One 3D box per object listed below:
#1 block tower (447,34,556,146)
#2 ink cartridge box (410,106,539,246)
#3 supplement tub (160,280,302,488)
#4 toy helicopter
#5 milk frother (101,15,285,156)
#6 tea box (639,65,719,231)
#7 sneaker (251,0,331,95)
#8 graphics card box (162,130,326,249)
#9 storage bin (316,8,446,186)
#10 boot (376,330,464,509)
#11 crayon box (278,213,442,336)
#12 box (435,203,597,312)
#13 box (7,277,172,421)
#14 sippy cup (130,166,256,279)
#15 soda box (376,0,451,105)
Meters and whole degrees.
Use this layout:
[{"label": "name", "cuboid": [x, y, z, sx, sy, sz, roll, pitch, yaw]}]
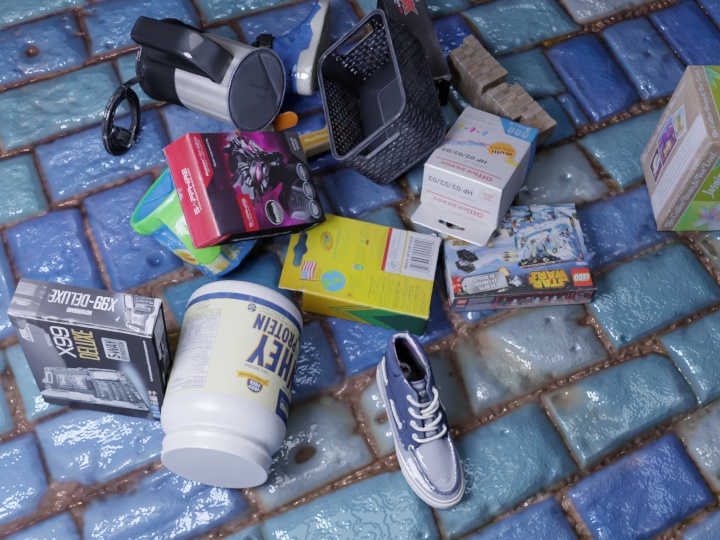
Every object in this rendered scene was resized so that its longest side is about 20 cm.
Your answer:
[{"label": "block tower", "cuboid": [0.202, -0.258, 1.388, 0.057, 0.054, 0.201, -27, 65, -20]}, {"label": "ink cartridge box", "cuboid": [0.156, -0.131, 1.268, 0.113, 0.069, 0.201, 20, 46, 17]}, {"label": "supplement tub", "cuboid": [-0.149, 0.131, 1.075, 0.141, 0.146, 0.204, 8, 59, 0]}, {"label": "toy helicopter", "cuboid": [-0.099, -0.175, 1.315, 0.197, 0.080, 0.133, -22, 54, -29]}, {"label": "milk frother", "cuboid": [-0.236, -0.230, 1.273, 0.186, 0.179, 0.204, 23, 102, 31]}, {"label": "tea box", "cuboid": [0.514, -0.163, 1.275, 0.192, 0.201, 0.136, 0, 59, -4]}, {"label": "sneaker", "cuboid": [-0.107, -0.340, 1.394, 0.109, 0.078, 0.203, 6, 52, 7]}, {"label": "graphics card box", "cuboid": [-0.135, -0.101, 1.131, 0.198, 0.050, 0.128, -11, 80, -53]}, {"label": "storage bin", "cuboid": [0.027, -0.239, 1.294, 0.093, 0.134, 0.203, 25, 42, -43]}, {"label": "boot", "cuboid": [0.070, 0.175, 1.100, 0.071, 0.091, 0.203, -18, 63, -15]}, {"label": "crayon box", "cuboid": [0.000, 0.000, 1.220, 0.195, 0.051, 0.129, 13, 59, 2]}, {"label": "box", "cuboid": [0.206, -0.019, 1.256, 0.195, 0.040, 0.139, -3, 59, -7]}, {"label": "box", "cuboid": [-0.294, 0.094, 1.051, 0.154, 0.202, 0.051, 9, 54, 0]}, {"label": "sippy cup", "cuboid": [-0.200, -0.065, 1.184, 0.130, 0.138, 0.180, 43, 45, -22]}, {"label": "soda box", "cuboid": [0.078, -0.344, 1.422, 0.069, 0.064, 0.203, -9, 60, -11]}]
